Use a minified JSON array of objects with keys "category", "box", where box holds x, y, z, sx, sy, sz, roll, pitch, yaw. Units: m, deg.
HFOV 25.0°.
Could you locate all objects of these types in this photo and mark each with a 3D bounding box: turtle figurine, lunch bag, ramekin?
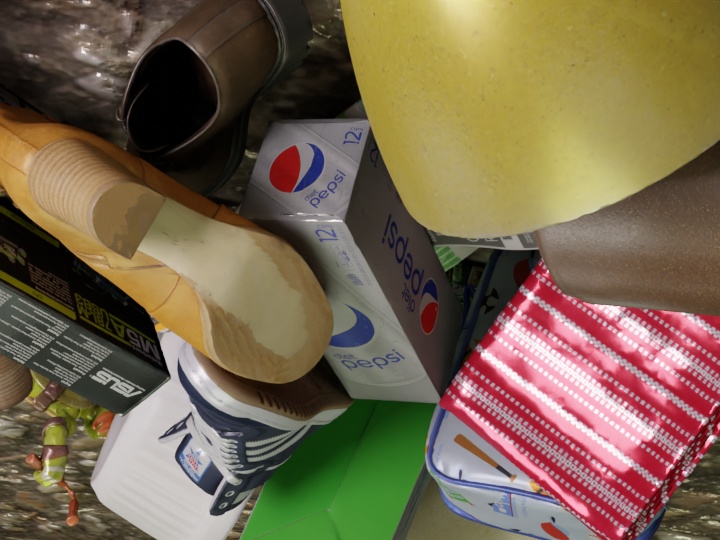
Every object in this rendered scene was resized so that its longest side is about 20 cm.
[{"category":"turtle figurine","box":[-0.236,0.087,1.191,0.161,0.200,0.064,33,120,-18]},{"category":"lunch bag","box":[0.129,0.067,1.009,0.160,0.200,0.076,9,152,25]},{"category":"ramekin","box":[-0.113,0.095,1.129,0.094,0.203,0.202,24,151,-9]}]

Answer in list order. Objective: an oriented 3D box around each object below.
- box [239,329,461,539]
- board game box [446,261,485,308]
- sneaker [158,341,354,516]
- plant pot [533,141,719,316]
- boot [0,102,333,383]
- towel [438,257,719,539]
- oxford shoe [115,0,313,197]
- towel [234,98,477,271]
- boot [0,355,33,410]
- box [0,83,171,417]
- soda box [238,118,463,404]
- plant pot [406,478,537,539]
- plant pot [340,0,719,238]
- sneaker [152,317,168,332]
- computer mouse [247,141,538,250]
[{"category":"box","box":[-0.001,0.134,1.132,0.097,0.200,0.177,22,162,8]},{"category":"board game box","box":[0.145,0.041,1.152,0.200,0.024,0.105,11,155,-10]},{"category":"sneaker","box":[-0.080,0.089,0.942,0.108,0.070,0.200,-39,164,10]},{"category":"plant pot","box":[0.195,-0.059,0.770,0.198,0.201,0.200,1,155,29]},{"category":"boot","box":[-0.111,-0.022,0.843,0.144,0.071,0.201,32,175,44]},{"category":"towel","box":[0.152,0.039,0.918,0.145,0.200,0.022,39,-170,23]},{"category":"oxford shoe","box":[-0.101,-0.084,0.865,0.073,0.084,0.200,48,147,8]},{"category":"towel","box":[0.025,-0.045,1.003,0.152,0.023,0.200,21,150,-26]},{"category":"boot","box":[-0.291,-0.010,1.080,0.200,0.074,0.155,27,141,38]},{"category":"box","box":[-0.201,-0.036,0.884,0.047,0.193,0.200,-35,140,17]},{"category":"soda box","box":[0.000,0.000,0.918,0.063,0.068,0.200,2,149,22]},{"category":"plant pot","box":[0.118,0.175,1.267,0.200,0.201,0.184,16,140,-20]},{"category":"plant pot","box":[0.069,-0.132,0.665,0.200,0.200,0.142,-14,123,35]},{"category":"sneaker","box":[-0.171,-0.002,1.076,0.200,0.078,0.077,-17,136,37]},{"category":"computer mouse","box":[0.038,-0.044,0.938,0.200,0.044,0.110,0,147,24]}]
